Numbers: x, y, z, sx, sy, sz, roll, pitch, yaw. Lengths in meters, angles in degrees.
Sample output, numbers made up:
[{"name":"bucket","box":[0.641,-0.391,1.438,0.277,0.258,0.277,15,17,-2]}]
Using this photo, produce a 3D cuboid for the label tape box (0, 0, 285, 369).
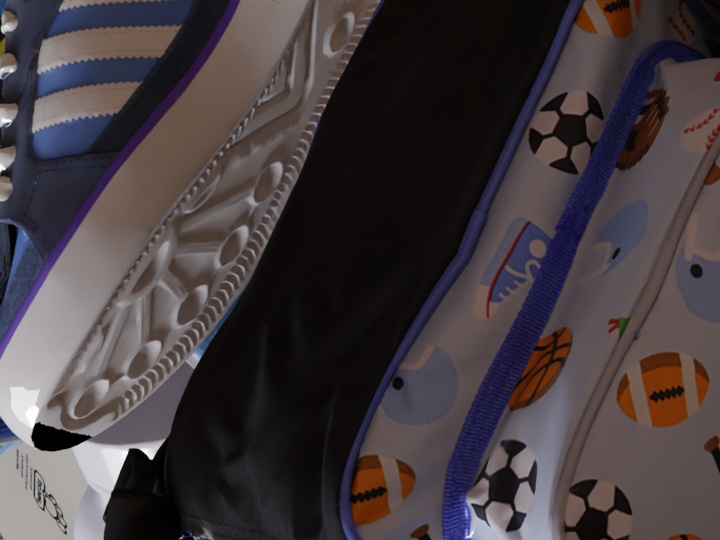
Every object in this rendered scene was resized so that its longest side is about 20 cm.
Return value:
[{"name":"label tape box","box":[-0.041,-0.056,0.822,0.200,0.143,0.066,40,174,20]}]

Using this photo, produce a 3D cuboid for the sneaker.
[{"name":"sneaker","box":[-0.085,-0.067,0.757,0.146,0.201,0.081,32,-179,21]}]

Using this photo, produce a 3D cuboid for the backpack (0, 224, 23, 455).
[{"name":"backpack","box":[-0.205,0.017,0.976,0.200,0.182,0.148,6,-112,-72]}]

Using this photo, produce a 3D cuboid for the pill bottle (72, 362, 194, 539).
[{"name":"pill bottle","box":[-0.041,0.123,0.999,0.112,0.112,0.201,34,147,56]}]

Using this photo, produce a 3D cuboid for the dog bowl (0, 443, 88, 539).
[{"name":"dog bowl","box":[-0.106,0.079,1.143,0.200,0.079,0.201,46,154,31]}]

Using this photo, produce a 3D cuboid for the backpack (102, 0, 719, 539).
[{"name":"backpack","box":[0.068,0.033,0.646,0.154,0.201,0.190,17,161,45]}]
